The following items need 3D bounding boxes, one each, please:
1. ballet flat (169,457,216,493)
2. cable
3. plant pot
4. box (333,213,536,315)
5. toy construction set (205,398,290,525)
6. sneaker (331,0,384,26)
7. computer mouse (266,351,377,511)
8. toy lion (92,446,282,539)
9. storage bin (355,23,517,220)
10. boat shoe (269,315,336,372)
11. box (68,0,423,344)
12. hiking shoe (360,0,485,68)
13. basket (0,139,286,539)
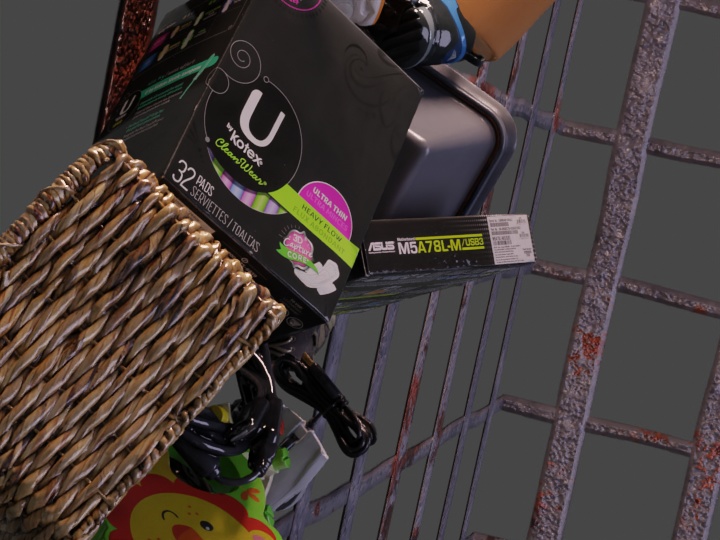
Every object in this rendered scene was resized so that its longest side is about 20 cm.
[{"bbox_3d":[-0.138,0.133,1.319,0.068,0.068,0.200,72,-3,-50],"label":"ballet flat"},{"bbox_3d":[-0.119,0.056,1.238,0.051,0.163,0.200,-45,-164,20],"label":"cable"},{"bbox_3d":[0.108,-0.294,1.766,0.140,0.200,0.200,-59,165,-5],"label":"plant pot"},{"bbox_3d":[0.000,0.000,1.406,0.200,0.193,0.048,-4,83,-47],"label":"box"},{"bbox_3d":[-0.102,0.177,1.510,0.200,0.092,0.132,85,-4,-74],"label":"toy construction set"},{"bbox_3d":[-0.040,-0.278,1.378,0.076,0.092,0.201,-172,-108,-76],"label":"sneaker"},{"bbox_3d":[-0.064,0.157,1.599,0.044,0.110,0.200,-33,165,-41],"label":"computer mouse"},{"bbox_3d":[-0.118,0.160,1.182,0.069,0.191,0.200,-59,175,24],"label":"toy lion"},{"bbox_3d":[-0.005,-0.105,1.447,0.146,0.200,0.134,-59,162,21],"label":"storage bin"},{"bbox_3d":[-0.063,0.048,1.591,0.200,0.074,0.074,50,54,-73],"label":"boat shoe"},{"bbox_3d":[-0.074,-0.072,1.181,0.148,0.124,0.201,42,50,-26],"label":"box"},{"bbox_3d":[0.022,-0.237,1.476,0.086,0.201,0.074,3,144,-45],"label":"hiking shoe"},{"bbox_3d":[-0.169,0.049,1.039,0.200,0.149,0.143,-49,-171,-24],"label":"basket"}]
